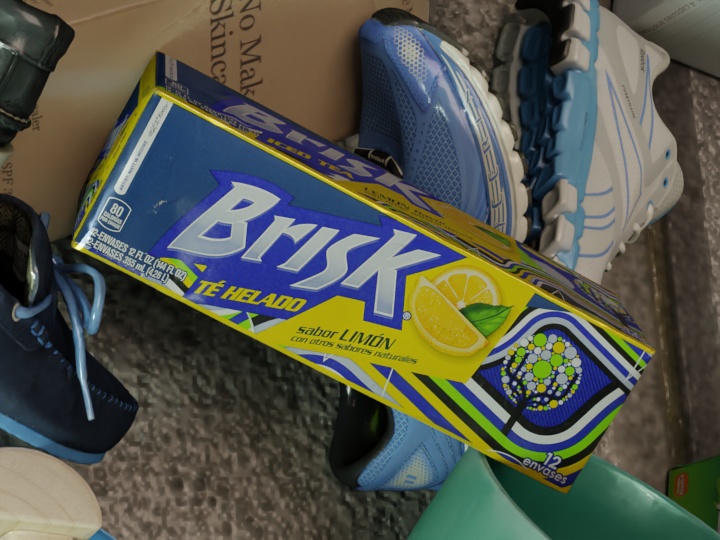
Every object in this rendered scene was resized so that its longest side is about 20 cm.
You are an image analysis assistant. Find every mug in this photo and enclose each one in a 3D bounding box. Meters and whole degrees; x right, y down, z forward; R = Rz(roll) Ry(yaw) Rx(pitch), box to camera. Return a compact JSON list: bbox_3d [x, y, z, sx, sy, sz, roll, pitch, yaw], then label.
[{"bbox_3d":[0.084,0.147,0.776,0.152,0.115,0.185,38,14,27],"label":"mug"}]

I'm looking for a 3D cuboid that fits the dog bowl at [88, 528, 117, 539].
[{"bbox_3d":[-0.166,0.127,0.724,0.199,0.050,0.112,21,67,-19],"label":"dog bowl"}]

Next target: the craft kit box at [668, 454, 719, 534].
[{"bbox_3d":[0.186,0.160,0.805,0.048,0.197,0.201,14,70,-25],"label":"craft kit box"}]

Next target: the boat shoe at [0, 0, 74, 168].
[{"bbox_3d":[-0.161,-0.119,0.684,0.199,0.066,0.074,50,13,31],"label":"boat shoe"}]

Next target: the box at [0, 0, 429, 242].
[{"bbox_3d":[-0.074,-0.087,0.795,0.200,0.095,0.078,-22,42,-29],"label":"box"}]

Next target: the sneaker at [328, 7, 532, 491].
[{"bbox_3d":[0.013,-0.001,0.805,0.089,0.079,0.201,-10,109,-20],"label":"sneaker"}]

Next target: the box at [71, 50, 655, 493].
[{"bbox_3d":[0.000,0.000,0.737,0.200,0.070,0.064,27,103,-13],"label":"box"}]

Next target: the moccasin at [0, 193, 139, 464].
[{"bbox_3d":[-0.127,0.007,0.695,0.068,0.080,0.200,-53,147,-4],"label":"moccasin"}]

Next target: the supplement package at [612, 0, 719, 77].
[{"bbox_3d":[0.253,-0.167,0.936,0.199,0.191,0.148,18,69,-20],"label":"supplement package"}]

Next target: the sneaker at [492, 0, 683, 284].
[{"bbox_3d":[0.100,-0.027,0.891,0.086,0.075,0.201,22,67,-25],"label":"sneaker"}]

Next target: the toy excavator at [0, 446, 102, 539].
[{"bbox_3d":[-0.142,0.169,0.645,0.200,0.100,0.195,-17,73,-40],"label":"toy excavator"}]
